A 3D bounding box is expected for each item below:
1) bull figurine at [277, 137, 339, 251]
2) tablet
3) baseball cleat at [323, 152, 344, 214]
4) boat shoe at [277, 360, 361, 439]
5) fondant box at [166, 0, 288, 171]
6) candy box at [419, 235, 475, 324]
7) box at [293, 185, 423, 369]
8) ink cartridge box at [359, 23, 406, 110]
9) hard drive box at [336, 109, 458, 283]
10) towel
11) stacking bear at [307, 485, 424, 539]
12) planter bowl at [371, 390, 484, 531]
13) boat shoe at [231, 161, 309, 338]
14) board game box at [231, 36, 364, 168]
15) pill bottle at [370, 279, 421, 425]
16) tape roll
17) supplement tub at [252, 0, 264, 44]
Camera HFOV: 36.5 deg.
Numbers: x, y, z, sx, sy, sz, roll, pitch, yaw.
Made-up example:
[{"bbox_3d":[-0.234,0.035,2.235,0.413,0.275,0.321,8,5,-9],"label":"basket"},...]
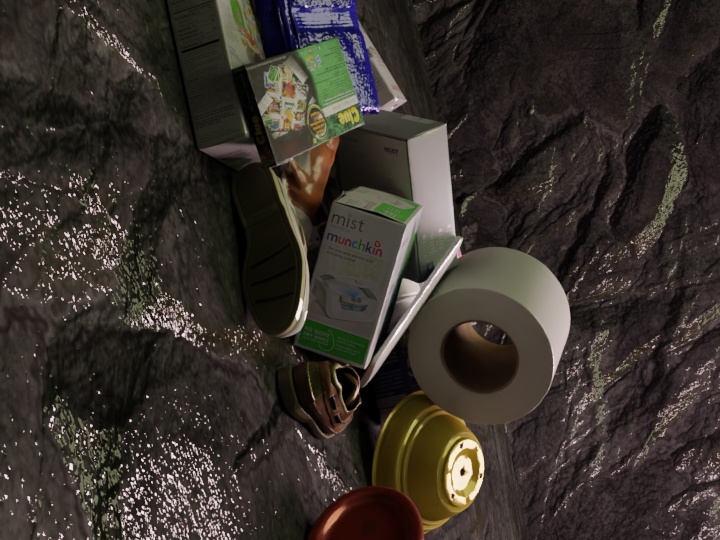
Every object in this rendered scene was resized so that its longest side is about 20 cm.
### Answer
[{"bbox_3d":[-0.074,-0.119,1.313,0.122,0.064,0.202,58,33,-45],"label":"bull figurine"},{"bbox_3d":[0.063,0.054,1.363,0.201,0.014,0.130,-55,176,-19],"label":"tablet"},{"bbox_3d":[-0.007,-0.105,1.580,0.070,0.106,0.202,32,-35,49],"label":"baseball cleat"},{"bbox_3d":[-0.030,0.145,1.230,0.200,0.067,0.073,41,34,-72],"label":"boat shoe"},{"bbox_3d":[-0.144,-0.216,1.169,0.144,0.057,0.203,25,52,-75],"label":"fondant box"},{"bbox_3d":[0.076,0.002,1.686,0.072,0.166,0.203,-65,138,-74],"label":"candy box"},{"bbox_3d":[0.000,0.000,1.322,0.200,0.095,0.179,-44,151,-78],"label":"box"},{"bbox_3d":[-0.016,-0.339,1.767,0.201,0.083,0.145,58,11,-2],"label":"ink cartridge box"},{"bbox_3d":[0.048,-0.104,1.478,0.155,0.076,0.203,22,-53,47],"label":"hard drive box"},{"bbox_3d":[-0.049,-0.275,1.274,0.146,0.049,0.203,-14,92,-39],"label":"towel"},{"bbox_3d":[0.023,0.342,1.161,0.114,0.120,0.202,-72,155,-58],"label":"stacking bear"},{"bbox_3d":[0.110,0.268,1.476,0.199,0.083,0.204,-5,96,-48],"label":"planter bowl"},{"bbox_3d":[-0.085,-0.017,1.154,0.068,0.074,0.202,45,31,-58],"label":"boat shoe"},{"bbox_3d":[-0.062,-0.184,1.167,0.200,0.023,0.106,-34,108,-57],"label":"board game box"},{"bbox_3d":[0.064,0.117,1.600,0.120,0.118,0.203,7,68,-78],"label":"pill bottle"},{"bbox_3d":[0.176,0.087,1.480,0.139,0.200,0.205,-49,124,-59],"label":"tape roll"},{"bbox_3d":[-0.076,-0.306,1.395,0.145,0.143,0.202,-84,156,-62],"label":"supplement tub"}]
